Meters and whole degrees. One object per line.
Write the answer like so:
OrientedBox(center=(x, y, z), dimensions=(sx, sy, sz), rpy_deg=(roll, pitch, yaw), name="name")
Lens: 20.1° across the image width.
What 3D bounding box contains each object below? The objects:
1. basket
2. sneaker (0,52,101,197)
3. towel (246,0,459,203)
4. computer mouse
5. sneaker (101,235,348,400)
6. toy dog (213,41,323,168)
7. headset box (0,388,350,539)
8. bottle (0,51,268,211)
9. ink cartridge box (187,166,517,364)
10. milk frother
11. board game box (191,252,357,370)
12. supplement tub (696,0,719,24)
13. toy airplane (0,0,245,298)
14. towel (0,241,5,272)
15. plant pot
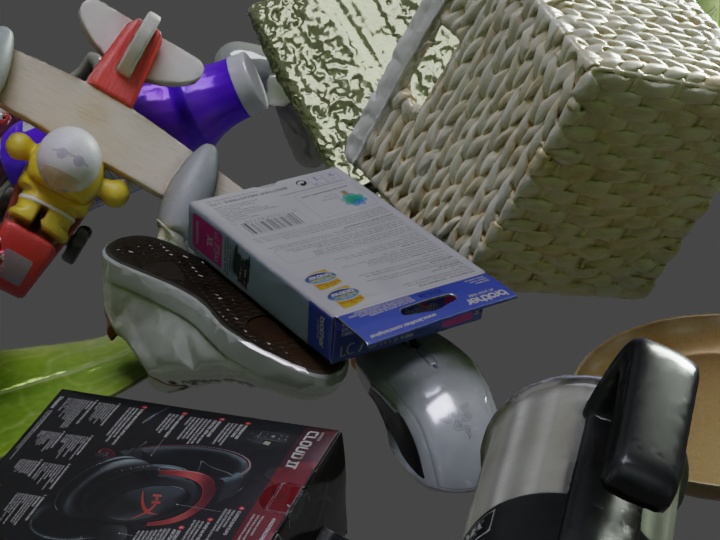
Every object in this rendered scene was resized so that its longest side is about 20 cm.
OrientedBox(center=(0.135, -0.098, 1.358), dimensions=(0.199, 0.199, 0.161), rpy_deg=(4, 38, -40), name="basket")
OrientedBox(center=(-0.282, -0.112, 1.599), dimensions=(0.199, 0.091, 0.075), rpy_deg=(-26, 36, -36), name="sneaker")
OrientedBox(center=(0.014, -0.145, 1.504), dimensions=(0.148, 0.037, 0.201), rpy_deg=(-28, 68, -7), name="towel")
OrientedBox(center=(0.038, 0.059, 1.266), dimensions=(0.109, 0.044, 0.200), rpy_deg=(-11, 40, -20), name="computer mouse")
OrientedBox(center=(-0.087, 0.049, 1.296), dimensions=(0.200, 0.085, 0.073), rpy_deg=(27, 32, 36), name="sneaker")
OrientedBox(center=(-0.020, -0.113, 1.575), dimensions=(0.199, 0.132, 0.097), rpy_deg=(5, 68, 33), name="toy dog")
OrientedBox(center=(-0.105, 0.145, 1.122), dimensions=(0.199, 0.075, 0.149), rpy_deg=(6, 30, 17), name="headset box")
OrientedBox(center=(-0.168, -0.105, 1.525), dimensions=(0.199, 0.084, 0.065), rpy_deg=(-23, 35, 9), name="bottle")
OrientedBox(center=(-0.008, 0.000, 1.277), dimensions=(0.119, 0.042, 0.200), rpy_deg=(-16, 33, -33), name="ink cartridge box")
OrientedBox(center=(0.155, 0.159, 1.040), dimensions=(0.200, 0.180, 0.188), rpy_deg=(41, 30, -10), name="milk frother")
OrientedBox(center=(0.000, 0.000, 1.433), dimensions=(0.199, 0.026, 0.200), rpy_deg=(19, 35, 35), name="board game box")
OrientedBox(center=(0.207, -0.193, 1.585), dimensions=(0.144, 0.201, 0.145), rpy_deg=(-2, 28, 1), name="supplement tub")
OrientedBox(center=(-0.190, -0.093, 1.418), dimensions=(0.199, 0.200, 0.141), rpy_deg=(-14, 10, 0), name="toy airplane")
OrientedBox(center=(-0.310, 0.006, 1.337), dimensions=(0.144, 0.023, 0.200), rpy_deg=(-6, -7, -15), name="towel")
OrientedBox(center=(0.229, 0.087, 1.250), dimensions=(0.199, 0.028, 0.200), rpy_deg=(-3, 29, 2), name="plant pot")
